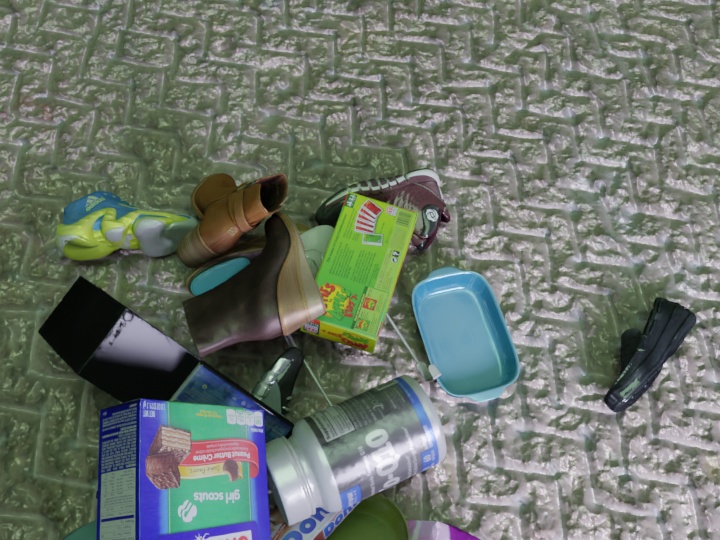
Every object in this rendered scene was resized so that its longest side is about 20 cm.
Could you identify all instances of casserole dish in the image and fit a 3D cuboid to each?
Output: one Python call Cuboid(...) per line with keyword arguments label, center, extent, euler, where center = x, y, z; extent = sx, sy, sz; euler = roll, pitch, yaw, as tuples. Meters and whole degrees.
Cuboid(label="casserole dish", center=(0.141, 0.091, 1.136), extent=(0.121, 0.039, 0.201), euler=(-12, 64, -10))

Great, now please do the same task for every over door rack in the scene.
Cuboid(label="over door rack", center=(-0.014, 0.107, 1.098), extent=(0.147, 0.067, 0.200), euler=(-30, 69, -18))

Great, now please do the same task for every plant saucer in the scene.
Cuboid(label="plant saucer", center=(-0.036, 0.336, 0.951), extent=(0.199, 0.031, 0.200), euler=(-14, 28, 8))

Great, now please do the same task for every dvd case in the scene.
Cuboid(label="dvd case", center=(-0.192, 0.223, 0.968), extent=(0.143, 0.018, 0.200), euler=(38, 91, -19))

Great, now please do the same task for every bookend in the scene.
Cuboid(label="bookend", center=(-0.276, 0.116, 1.037), extent=(0.200, 0.199, 0.092), euler=(42, 76, -32))

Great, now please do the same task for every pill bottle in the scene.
Cuboid(label="pill bottle", center=(-0.011, 0.210, 0.958), extent=(0.199, 0.114, 0.114), euler=(-22, 67, -16))

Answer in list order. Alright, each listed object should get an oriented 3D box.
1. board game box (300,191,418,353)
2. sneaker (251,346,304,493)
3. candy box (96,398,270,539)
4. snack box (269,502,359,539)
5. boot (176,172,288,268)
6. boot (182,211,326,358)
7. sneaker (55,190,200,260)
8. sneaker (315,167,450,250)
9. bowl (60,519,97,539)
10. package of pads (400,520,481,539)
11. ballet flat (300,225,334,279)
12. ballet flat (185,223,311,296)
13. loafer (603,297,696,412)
Cuboid(label="board game box", center=(0.000, 0.000, 1.092), extent=(0.101, 0.048, 0.200), euler=(17, 61, 5))
Cuboid(label="sneaker", center=(-0.101, 0.204, 1.035), extent=(0.115, 0.075, 0.200), euler=(33, 87, 3))
Cuboid(label="candy box", center=(-0.178, 0.241, 0.844), extent=(0.169, 0.077, 0.201), euler=(16, 63, -47))
Cuboid(label="snack box", center=(-0.039, 0.271, 1.000), extent=(0.072, 0.024, 0.200), euler=(21, 46, 36))
Cuboid(label="boot", center=(-0.166, -0.100, 1.122), extent=(0.077, 0.155, 0.200), euler=(49, 29, -20))
Cuboid(label="boot", center=(-0.145, 0.011, 1.034), extent=(0.166, 0.073, 0.200), euler=(-18, 45, -7))
Cuboid(label="sneaker", center=(-0.327, -0.076, 1.163), extent=(0.199, 0.076, 0.105), euler=(-4, 52, -19))
Cuboid(label="sneaker", center=(0.042, -0.072, 1.192), extent=(0.199, 0.076, 0.116), euler=(-19, 69, -14))
Cuboid(label="bowl", center=(-0.280, 0.352, 0.901), extent=(0.105, 0.201, 0.201), euler=(28, 62, 33))
Cuboid(label="package of pads", center=(0.091, 0.397, 0.935), extent=(0.120, 0.076, 0.201), euler=(30, 59, -29))
Cuboid(label="ballet flat", center=(-0.105, 0.015, 1.122), extent=(0.200, 0.069, 0.070), euler=(-34, 70, -6))
Cuboid(label="ballet flat", center=(-0.154, -0.016, 1.162), extent=(0.199, 0.069, 0.063), euler=(-18, 39, -17))
Cuboid(label="loafer", center=(0.386, 0.114, 1.131), extent=(0.070, 0.068, 0.201), euler=(35, 60, 21))
